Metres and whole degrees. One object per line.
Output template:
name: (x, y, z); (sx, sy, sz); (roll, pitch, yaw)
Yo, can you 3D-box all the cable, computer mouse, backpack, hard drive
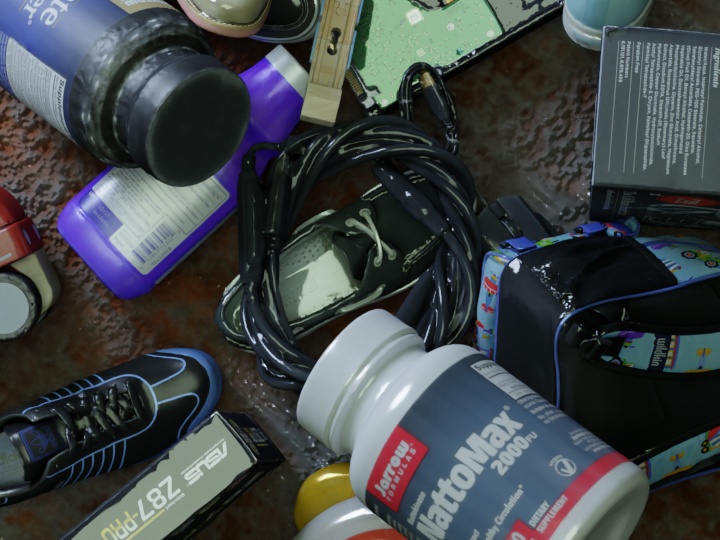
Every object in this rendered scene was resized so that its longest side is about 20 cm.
cable: (0.000, 0.000, 1.552); (0.163, 0.051, 0.200); (-4, 76, 0)
computer mouse: (0.086, -0.053, 1.590); (0.059, 0.034, 0.200); (-36, 98, -17)
backpack: (0.187, 0.054, 1.536); (0.200, 0.135, 0.183); (-14, 125, -22)
hard drive: (0.059, -0.210, 1.623); (0.200, 0.038, 0.140); (-31, 85, 2)

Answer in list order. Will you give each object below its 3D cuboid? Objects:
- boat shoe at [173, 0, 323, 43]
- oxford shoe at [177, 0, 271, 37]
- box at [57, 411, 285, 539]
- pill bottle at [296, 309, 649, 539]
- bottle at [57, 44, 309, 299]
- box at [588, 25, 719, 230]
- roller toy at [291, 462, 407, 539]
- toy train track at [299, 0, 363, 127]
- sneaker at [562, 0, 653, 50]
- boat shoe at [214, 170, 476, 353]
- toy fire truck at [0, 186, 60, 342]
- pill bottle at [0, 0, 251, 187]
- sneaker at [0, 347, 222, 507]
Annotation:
boat shoe: (-0.115, -0.211, 1.605); (0.200, 0.066, 0.070); (32, 112, 14)
oxford shoe: (-0.085, -0.235, 1.545); (0.071, 0.074, 0.200); (9, 46, -14)
box: (-0.147, 0.171, 1.556); (0.200, 0.161, 0.049); (-40, 85, 0)
pill bottle: (0.063, 0.116, 1.432); (0.200, 0.120, 0.120); (35, 90, 21)
bottle: (-0.113, -0.071, 1.615); (0.200, 0.065, 0.084); (-43, 86, 1)
box: (0.241, -0.085, 1.519); (0.182, 0.200, 0.104); (4, 85, 6)
roller toy: (0.034, 0.232, 1.549); (0.200, 0.140, 0.183); (14, 93, 15)
toy train track: (-0.008, -0.194, 1.568); (0.114, 0.033, 0.200); (13, 74, -5)
sneaker: (0.188, -0.240, 1.557); (0.074, 0.082, 0.200); (15, 56, 4)
boat shoe: (-0.009, -0.006, 1.605); (0.200, 0.060, 0.076); (-37, 83, 1)
toy fire truck: (-0.320, -0.027, 1.616); (0.176, 0.129, 0.200); (-25, 95, 3)
pill bottle: (-0.166, -0.136, 1.561); (0.200, 0.112, 0.112); (35, 90, 37)
sneaker: (-0.189, 0.110, 1.605); (0.200, 0.078, 0.070); (-26, 85, 3)
